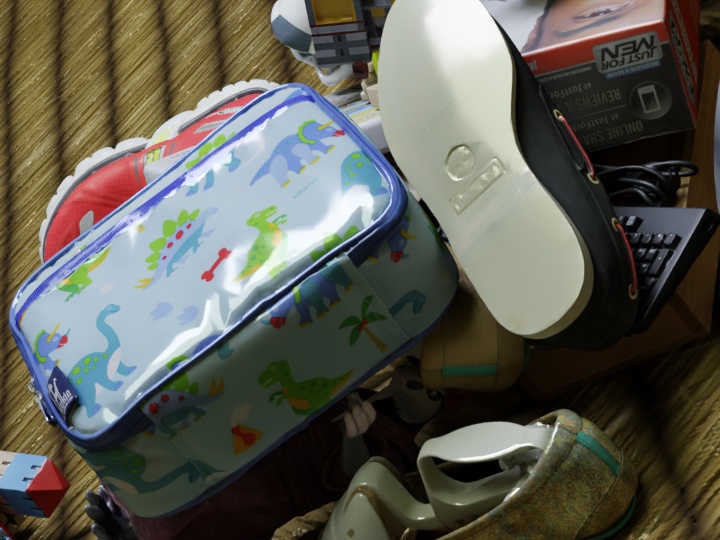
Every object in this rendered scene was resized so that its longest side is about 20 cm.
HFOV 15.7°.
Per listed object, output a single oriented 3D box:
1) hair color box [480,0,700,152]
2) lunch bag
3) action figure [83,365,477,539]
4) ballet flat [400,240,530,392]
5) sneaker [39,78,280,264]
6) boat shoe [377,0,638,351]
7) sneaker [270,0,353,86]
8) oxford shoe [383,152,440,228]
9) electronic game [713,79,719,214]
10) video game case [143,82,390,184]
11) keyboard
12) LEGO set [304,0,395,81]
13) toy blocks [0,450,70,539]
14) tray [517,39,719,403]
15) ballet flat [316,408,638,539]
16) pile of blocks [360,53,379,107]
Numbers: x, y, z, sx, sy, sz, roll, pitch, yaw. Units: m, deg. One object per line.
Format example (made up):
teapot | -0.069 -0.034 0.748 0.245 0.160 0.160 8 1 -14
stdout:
hair color box | 0.115 -0.126 1.345 0.110 0.064 0.200 -14 25 14
lunch bag | -0.065 0.010 1.237 0.200 0.083 0.161 -36 36 1
action figure | -0.032 0.102 1.290 0.199 0.149 0.134 -20 32 -2
ballet flat | 0.012 0.002 1.285 0.063 0.069 0.200 -10 25 -24
sneaker | -0.120 -0.046 1.641 0.200 0.077 0.085 -36 32 12
boat shoe | 0.066 -0.049 1.215 0.074 0.063 0.202 -37 59 22
sneaker | -0.009 -0.147 1.558 0.071 0.073 0.200 -52 -19 6
oxford shoe | 0.000 0.000 1.411 0.200 0.071 0.075 -47 29 -11
electronic game | 0.203 -0.068 1.104 0.041 0.200 0.200 11 53 32
video game case | -0.011 -0.080 1.483 0.199 0.023 0.182 -21 10 -14
keyboard | 0.089 -0.020 1.276 0.200 0.040 0.104 3 50 54
LEGO set | 0.035 -0.184 1.376 0.153 0.116 0.200 -10 37 3
toy blocks | -0.241 0.172 1.463 0.136 0.100 0.200 4 49 41
tray | 0.134 -0.027 1.310 0.098 0.037 0.200 -25 30 30
ballet flat | 0.034 0.109 1.202 0.199 0.071 0.071 -22 32 35
pile of blocks | 0.034 -0.140 1.478 0.082 0.062 0.200 -17 10 12
